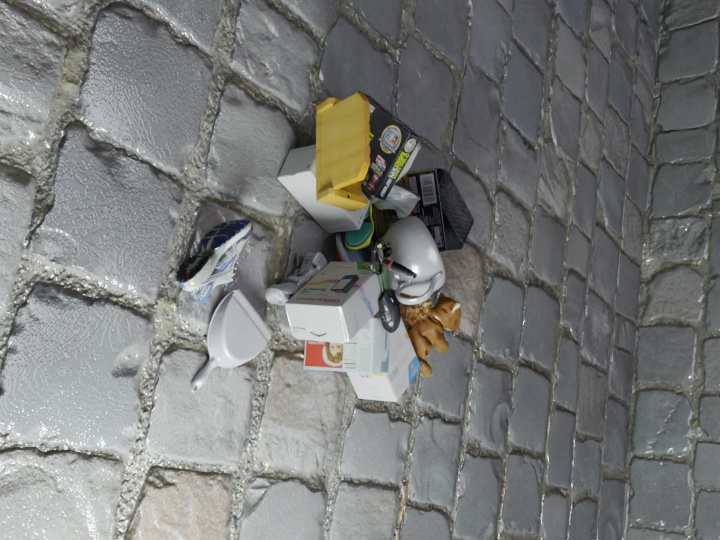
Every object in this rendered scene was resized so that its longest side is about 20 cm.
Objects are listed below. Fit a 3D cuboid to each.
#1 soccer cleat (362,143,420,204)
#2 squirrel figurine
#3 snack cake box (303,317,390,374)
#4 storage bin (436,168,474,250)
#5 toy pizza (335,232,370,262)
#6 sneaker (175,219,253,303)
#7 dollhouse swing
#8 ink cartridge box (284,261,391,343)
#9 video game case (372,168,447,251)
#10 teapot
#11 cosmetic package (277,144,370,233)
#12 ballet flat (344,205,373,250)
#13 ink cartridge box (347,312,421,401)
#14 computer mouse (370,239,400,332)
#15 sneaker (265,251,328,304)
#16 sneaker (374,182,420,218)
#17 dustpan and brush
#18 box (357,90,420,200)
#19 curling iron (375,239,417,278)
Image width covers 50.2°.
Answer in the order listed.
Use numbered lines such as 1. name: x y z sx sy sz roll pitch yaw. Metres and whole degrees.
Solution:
1. soccer cleat: 0.065 -0.222 1.765 0.077 0.200 0.070 -1 49 -55
2. squirrel figurine: 0.161 0.121 1.914 0.186 0.141 0.202 -40 112 -6
3. snack cake box: -0.031 0.162 1.674 0.066 0.196 0.119 9 81 -50
4. storage bin: 0.195 -0.155 2.012 0.201 0.133 0.095 54 51 -34
5. toy pizza: 0.000 0.000 1.782 0.201 0.031 0.201 50 15 -18
6. sneaker: -0.275 -0.019 1.498 0.201 0.076 0.086 -50 134 -30
7. dollhouse swing: 0.000 -0.249 1.592 0.179 0.173 0.206 10 77 -49
8. ink cartridge box: -0.043 0.061 1.598 0.200 0.142 0.090 -44 127 -48
9. video game case: 0.114 -0.137 1.897 0.026 0.175 0.206 -73 154 -81
10. teapot: 0.103 -0.017 1.799 0.143 0.200 0.201 -26 85 -7
11. cosmetic package: -0.079 -0.178 1.705 0.201 0.106 0.086 49 53 -38
12. ballet flat: 0.003 -0.096 1.799 0.203 0.065 0.068 -84 165 -50
13. ink cartridge box: 0.036 0.185 1.811 0.129 0.123 0.204 -44 120 -42
14. computer mouse: 0.055 0.034 1.591 0.058 0.033 0.205 -39 123 -51
15. sneaker: -0.133 0.017 1.658 0.198 0.074 0.119 9 81 -55
16. sneaker: 0.044 -0.192 1.842 0.197 0.081 0.071 29 18 -6
17. dustpan and brush: -0.268 0.157 1.510 0.141 0.056 0.202 56 42 -31
18. box: 0.024 -0.281 1.724 0.044 0.200 0.162 8 121 -48
19. curling iron: 0.070 -0.019 1.615 0.025 0.200 0.051 18 101 -24
